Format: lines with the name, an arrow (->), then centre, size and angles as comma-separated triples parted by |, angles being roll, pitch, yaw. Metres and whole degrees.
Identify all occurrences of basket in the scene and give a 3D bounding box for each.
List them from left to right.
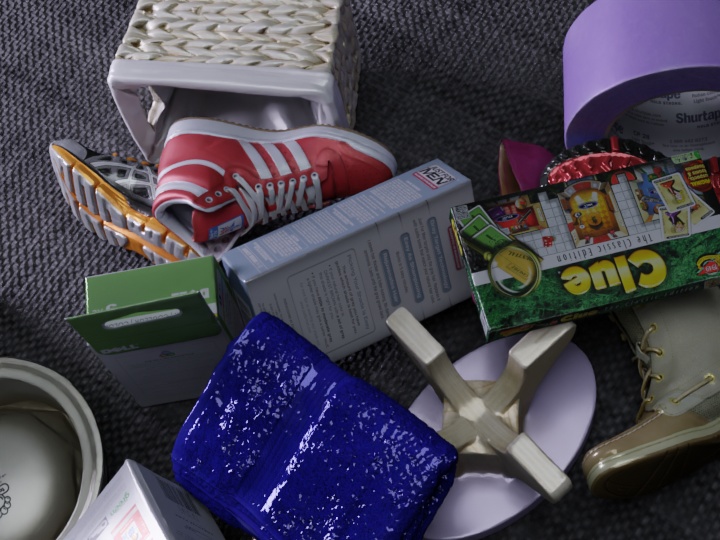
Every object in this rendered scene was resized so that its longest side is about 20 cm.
basket -> -0.099, -0.170, 1.166 | 0.197, 0.136, 0.125 | 6, 63, 11

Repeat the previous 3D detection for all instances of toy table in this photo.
toy table -> 0.093, 0.112, 1.017 | 0.183, 0.117, 0.201 | 33, 76, 21

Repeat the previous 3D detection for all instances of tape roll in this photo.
tape roll -> 0.258, -0.142, 1.055 | 0.197, 0.201, 0.086 | -1, 65, 9

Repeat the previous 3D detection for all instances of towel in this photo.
towel -> -0.040, 0.138, 0.955 | 0.199, 0.049, 0.149 | 32, 99, 27

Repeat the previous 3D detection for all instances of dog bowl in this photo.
dog bowl -> -0.290, 0.175, 1.075 | 0.197, 0.074, 0.203 | -3, 66, 7

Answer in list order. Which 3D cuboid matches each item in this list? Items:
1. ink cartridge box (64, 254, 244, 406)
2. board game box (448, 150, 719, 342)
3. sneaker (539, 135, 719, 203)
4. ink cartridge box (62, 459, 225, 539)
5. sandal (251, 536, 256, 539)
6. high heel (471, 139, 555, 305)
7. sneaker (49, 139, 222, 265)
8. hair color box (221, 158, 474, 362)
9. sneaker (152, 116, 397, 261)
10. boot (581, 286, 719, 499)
ink cartridge box -> -0.151, 0.040, 1.041 | 0.102, 0.200, 0.060 | -10, 65, 4
board game box -> 0.173, -0.020, 0.989 | 0.197, 0.024, 0.106 | -14, 68, -7
sneaker -> 0.235, -0.046, 1.070 | 0.197, 0.096, 0.080 | 7, 68, -4
ink cartridge box -> -0.172, 0.270, 0.943 | 0.201, 0.084, 0.176 | -50, 37, 5
sandal -> -0.065, 0.203, 1.025 | 0.209, 0.078, 0.070 | -19, 67, 7
high heel -> 0.112, -0.039, 1.075 | 0.096, 0.068, 0.200 | 33, 37, 13
sneaker -> -0.189, -0.062, 1.169 | 0.199, 0.079, 0.077 | 32, 61, 17
hair color box -> 0.000, 0.000, 1.063 | 0.198, 0.100, 0.061 | -24, 30, -15
sneaker -> -0.073, -0.062, 1.094 | 0.197, 0.072, 0.113 | 5, 51, 8
boot -> 0.222, 0.075, 1.022 | 0.198, 0.072, 0.156 | -21, 62, -22
